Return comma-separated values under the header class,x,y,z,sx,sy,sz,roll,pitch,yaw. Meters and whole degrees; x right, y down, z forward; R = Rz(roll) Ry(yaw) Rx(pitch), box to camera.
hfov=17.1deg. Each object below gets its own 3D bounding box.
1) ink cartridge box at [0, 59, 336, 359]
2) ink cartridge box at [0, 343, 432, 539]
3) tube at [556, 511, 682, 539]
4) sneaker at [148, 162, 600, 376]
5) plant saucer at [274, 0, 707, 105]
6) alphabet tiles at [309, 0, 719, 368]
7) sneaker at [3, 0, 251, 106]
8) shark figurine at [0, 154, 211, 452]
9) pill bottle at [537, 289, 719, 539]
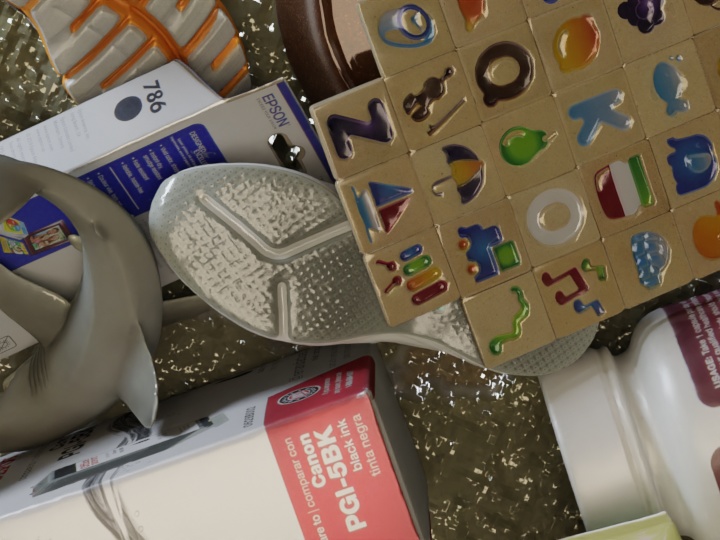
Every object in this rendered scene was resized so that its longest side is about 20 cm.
class,x,y,z,sx,sy,sz,roll,pitch,yaw
ink cartridge box,-0.111,-0.028,1.047,0.200,0.039,0.099,-23,143,5
ink cartridge box,-0.076,0.106,1.046,0.200,0.147,0.083,-19,98,3
tube,0.136,0.165,1.058,0.058,0.052,0.200,-46,134,-8
sneaker,0.000,0.000,1.043,0.200,0.080,0.070,16,95,-18
plant saucer,0.058,-0.122,1.043,0.200,0.034,0.200,2,104,8
alphabet tiles,0.086,-0.059,1.011,0.200,0.006,0.167,-23,103,-10
sneaker,-0.123,-0.133,1.036,0.078,0.077,0.200,-41,117,13
shark figurine,-0.110,0.020,1.007,0.128,0.090,0.215,-14,146,-11
pill bottle,0.186,0.058,1.055,0.200,0.114,0.114,-17,102,4
